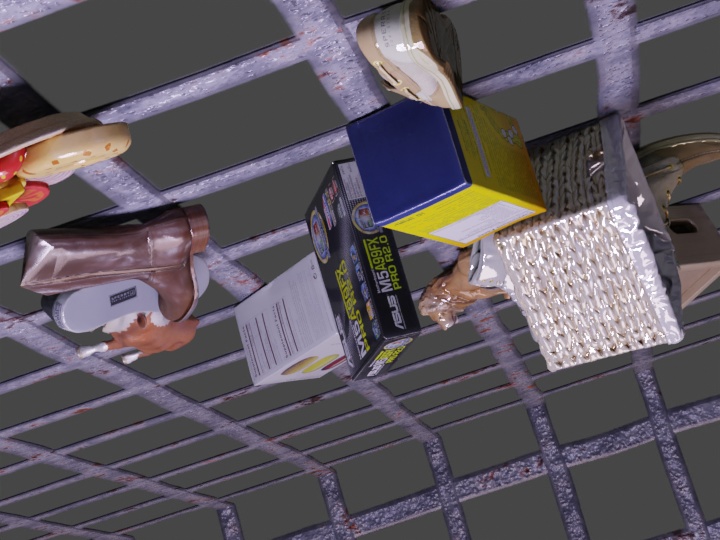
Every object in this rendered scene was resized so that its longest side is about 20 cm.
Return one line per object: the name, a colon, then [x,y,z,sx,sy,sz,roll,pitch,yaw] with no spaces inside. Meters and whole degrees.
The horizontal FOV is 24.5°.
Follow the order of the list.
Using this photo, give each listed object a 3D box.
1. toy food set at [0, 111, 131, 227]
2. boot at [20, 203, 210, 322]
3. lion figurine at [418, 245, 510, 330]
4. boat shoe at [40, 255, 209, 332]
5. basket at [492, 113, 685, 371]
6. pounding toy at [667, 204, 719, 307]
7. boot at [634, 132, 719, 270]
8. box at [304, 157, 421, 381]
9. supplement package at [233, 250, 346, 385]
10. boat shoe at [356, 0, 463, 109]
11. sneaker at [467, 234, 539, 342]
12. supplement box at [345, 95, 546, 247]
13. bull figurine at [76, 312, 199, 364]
toy food set: [-0.296,-0.074,1.385,0.199,0.049,0.198,-27,179,-31]
boot: [-0.266,0.007,1.730,0.199,0.064,0.187,-14,144,-25]
lion figurine: [0.152,0.003,2.241,0.121,0.073,0.200,-5,148,-15]
boat shoe: [-0.259,0.017,1.831,0.199,0.069,0.056,-15,-156,-38]
basket: [0.250,-0.030,1.829,0.160,0.201,0.199,-17,-151,16]
pounding toy: [0.408,-0.013,2.361,0.199,0.143,0.184,-6,147,-45]
boot: [0.362,-0.073,1.992,0.199,0.156,0.072,-17,165,0]
box: [0.000,0.000,1.768,0.044,0.201,0.160,-12,165,-17]
supplement package: [-0.055,0.059,2.097,0.113,0.110,0.200,-5,161,-37]
boat shoe: [0.045,-0.185,1.425,0.066,0.075,0.200,-7,166,14]
sneaker: [0.194,0.014,2.150,0.115,0.201,0.074,-11,-151,-5]
supplement box: [0.089,-0.102,1.676,0.108,0.110,0.200,-23,163,25]
bull figurine: [-0.268,0.066,1.982,0.121,0.066,0.200,-17,164,17]
